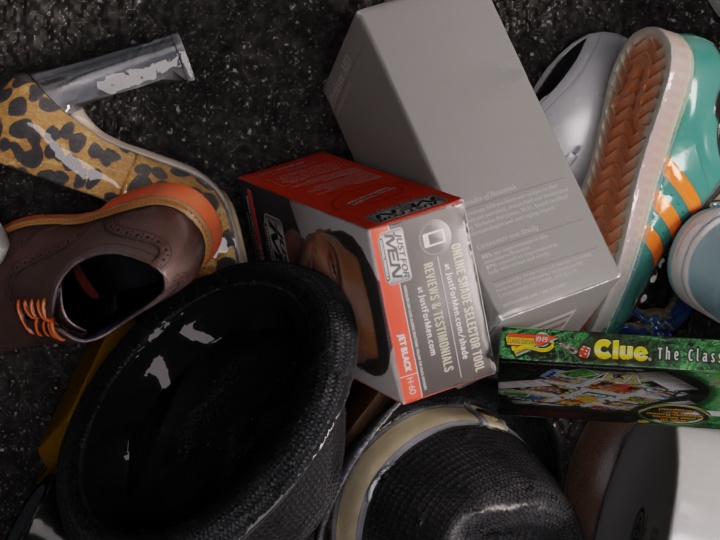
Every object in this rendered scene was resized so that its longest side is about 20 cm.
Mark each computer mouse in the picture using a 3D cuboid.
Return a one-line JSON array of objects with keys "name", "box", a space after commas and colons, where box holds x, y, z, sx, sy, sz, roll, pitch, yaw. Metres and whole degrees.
[{"name": "computer mouse", "box": [0.106, -0.054, 1.581, 0.109, 0.044, 0.200, 34, 93, -12]}]

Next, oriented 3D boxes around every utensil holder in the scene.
[{"name": "utensil holder", "box": [0.250, 0.175, 1.553, 0.199, 0.170, 0.171, 14, 97, -8]}]

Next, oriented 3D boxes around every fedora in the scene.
[{"name": "fedora", "box": [0.068, 0.158, 1.534, 0.200, 0.091, 0.201, -21, 124, -34]}, {"name": "fedora", "box": [-0.068, 0.096, 1.447, 0.200, 0.201, 0.092, -41, 132, -1]}]

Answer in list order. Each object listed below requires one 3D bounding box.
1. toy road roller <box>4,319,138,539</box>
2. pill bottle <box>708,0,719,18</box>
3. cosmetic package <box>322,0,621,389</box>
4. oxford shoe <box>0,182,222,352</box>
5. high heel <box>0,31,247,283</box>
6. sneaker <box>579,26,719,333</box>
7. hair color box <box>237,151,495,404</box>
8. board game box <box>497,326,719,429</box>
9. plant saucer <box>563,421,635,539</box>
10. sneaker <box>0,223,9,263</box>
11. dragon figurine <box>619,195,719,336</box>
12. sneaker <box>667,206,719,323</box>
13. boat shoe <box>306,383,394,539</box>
[{"name": "toy road roller", "box": [-0.142, 0.138, 1.550, 0.123, 0.146, 0.201, 31, 56, -13]}, {"name": "pill bottle", "box": [0.299, -0.208, 1.553, 0.200, 0.110, 0.110, -38, 103, -2]}, {"name": "cosmetic package", "box": [0.059, -0.052, 1.496, 0.090, 0.107, 0.201, -21, 71, -20]}, {"name": "oxford shoe", "box": [-0.173, 0.010, 1.493, 0.199, 0.073, 0.071, -24, 111, 32]}, {"name": "high heel", "box": [-0.144, -0.025, 1.532, 0.142, 0.071, 0.201, -17, 93, -5]}, {"name": "sneaker", "box": [0.171, -0.039, 1.550, 0.080, 0.071, 0.201, 11, 105, -33]}, {"name": "hair color box", "box": [0.000, 0.000, 1.487, 0.061, 0.200, 0.102, -17, 105, -20]}, {"name": "board game box", "box": [0.175, 0.062, 1.453, 0.199, 0.105, 0.024, 4, 68, 3]}, {"name": "plant saucer", "box": [0.225, 0.145, 1.643, 0.199, 0.032, 0.201, -1, 99, -8]}, {"name": "sneaker", "box": [-0.309, -0.027, 1.500, 0.200, 0.081, 0.146, 45, 104, 1]}, {"name": "dragon figurine", "box": [0.244, 0.002, 1.605, 0.199, 0.059, 0.100, -4, 101, -12]}, {"name": "sneaker", "box": [0.280, 0.038, 1.518, 0.199, 0.131, 0.080, 22, 96, -27]}, {"name": "boat shoe", "box": [-0.012, 0.140, 1.583, 0.070, 0.070, 0.200, 35, 101, -6]}]
